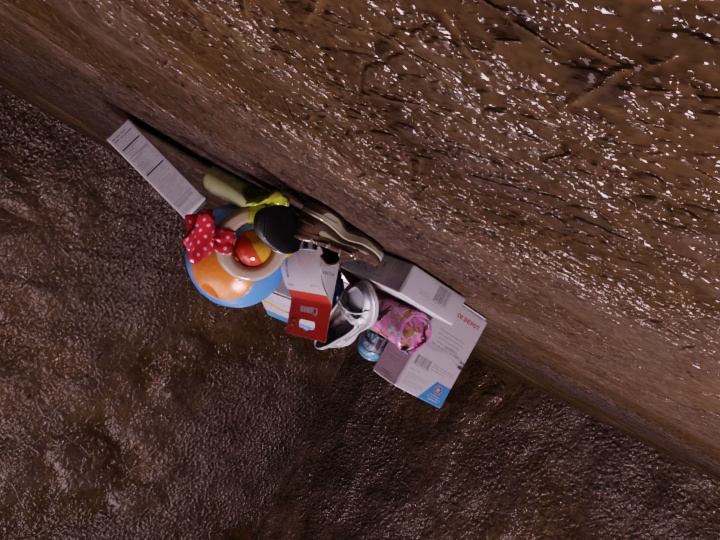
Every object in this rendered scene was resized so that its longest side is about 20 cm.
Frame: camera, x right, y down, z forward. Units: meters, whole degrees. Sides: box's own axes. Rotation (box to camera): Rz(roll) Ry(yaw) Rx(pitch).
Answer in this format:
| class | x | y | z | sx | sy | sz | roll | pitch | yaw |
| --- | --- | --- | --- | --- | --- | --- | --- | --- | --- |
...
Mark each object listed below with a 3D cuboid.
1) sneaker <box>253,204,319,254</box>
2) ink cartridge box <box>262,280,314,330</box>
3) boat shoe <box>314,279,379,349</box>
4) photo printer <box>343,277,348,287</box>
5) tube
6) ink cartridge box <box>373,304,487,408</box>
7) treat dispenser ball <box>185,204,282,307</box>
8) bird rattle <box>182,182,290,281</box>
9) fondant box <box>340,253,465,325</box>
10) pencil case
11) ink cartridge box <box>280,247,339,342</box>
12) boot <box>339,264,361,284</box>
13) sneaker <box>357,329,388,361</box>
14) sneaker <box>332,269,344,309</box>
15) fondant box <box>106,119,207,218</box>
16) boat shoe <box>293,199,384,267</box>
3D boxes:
| class | x | y | z | sx | sy | sz | roll | pitch | yaw |
| --- | --- | --- | --- | --- | --- | --- | --- | --- | --- |
| sneaker | -0.135 | -0.063 | 1.143 | 0.088 | 0.075 | 0.200 | 5 | 178 | 21 |
| ink cartridge box | -0.141 | 0.032 | 1.667 | 0.145 | 0.148 | 0.200 | 20 | 160 | 10 |
| boat shoe | -0.027 | 0.089 | 1.319 | 0.075 | 0.064 | 0.202 | 60 | 144 | 16 |
| photo printer | -0.088 | -0.020 | 1.836 | 0.199 | 0.070 | 0.166 | 30 | 176 | -17 |
| tube | -0.203 | -0.135 | 1.349 | 0.199 | 0.058 | 0.052 | 28 | 161 | 10 |
| ink cartridge box | 0.140 | 0.148 | 1.410 | 0.146 | 0.201 | 0.086 | 32 | 175 | -38 |
| treat dispenser ball | -0.242 | -0.029 | 1.402 | 0.200 | 0.202 | 0.201 | 28 | 176 | 2 |
| bird rattle | -0.202 | -0.057 | 1.235 | 0.164 | 0.199 | 0.112 | 59 | 159 | -18 |
| fondant box | 0.074 | 0.021 | 1.302 | 0.144 | 0.059 | 0.199 | 31 | 174 | -35 |
| pencil case | 0.043 | 0.088 | 1.350 | 0.082 | 0.087 | 0.199 | 11 | -169 | -43 |
| ink cartridge box | -0.100 | 0.018 | 1.296 | 0.057 | 0.202 | 0.162 | 18 | 173 | -31 |
| boot | 0.000 | 0.000 | 1.480 | 0.107 | 0.075 | 0.200 | 32 | 180 | 39 |
| sneaker | 0.047 | 0.093 | 1.538 | 0.079 | 0.202 | 0.096 | 15 | 140 | -15 |
| sneaker | -0.092 | 0.001 | 1.399 | 0.070 | 0.083 | 0.201 | 7 | -126 | -48 |
| fondant box | -0.387 | -0.190 | 1.378 | 0.200 | 0.058 | 0.144 | 47 | 174 | -9 |
| boat shoe | -0.039 | -0.041 | 1.162 | 0.074 | 0.075 | 0.202 | 25 | 174 | 44 |
